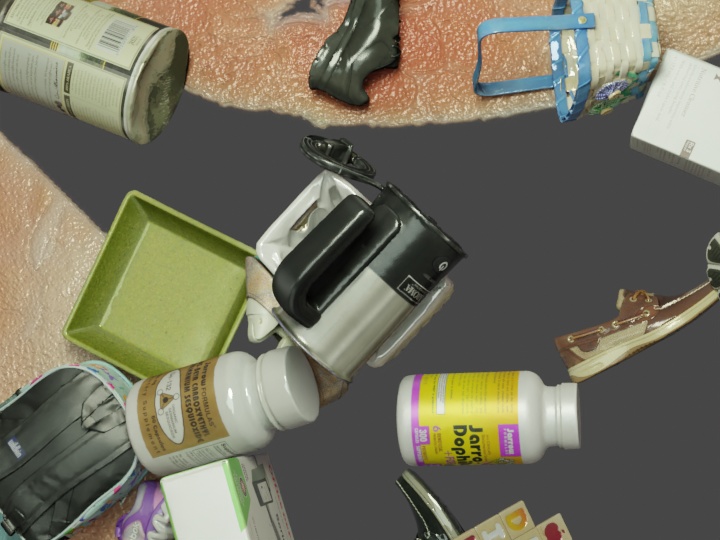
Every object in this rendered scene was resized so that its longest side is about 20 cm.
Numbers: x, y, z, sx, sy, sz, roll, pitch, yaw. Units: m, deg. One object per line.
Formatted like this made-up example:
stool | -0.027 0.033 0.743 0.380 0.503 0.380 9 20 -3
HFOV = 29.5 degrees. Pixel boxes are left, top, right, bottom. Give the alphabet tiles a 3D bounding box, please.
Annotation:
alphabet tiles | 0.163 0.361 1.521 0.199 0.006 0.167 -26 88 -19

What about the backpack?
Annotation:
backpack | -0.339 0.207 1.614 0.200 0.151 0.178 -41 81 13

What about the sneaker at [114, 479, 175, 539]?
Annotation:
sneaker | -0.259 0.334 1.631 0.088 0.080 0.201 30 101 31

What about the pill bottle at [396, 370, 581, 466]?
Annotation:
pill bottle | 0.146 0.166 1.540 0.199 0.104 0.105 -3 85 12

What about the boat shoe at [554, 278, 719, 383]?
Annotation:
boat shoe | 0.311 0.052 1.534 0.200 0.072 0.072 -31 80 13

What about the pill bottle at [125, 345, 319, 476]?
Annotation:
pill bottle | -0.154 0.154 1.543 0.199 0.114 0.115 -18 83 18

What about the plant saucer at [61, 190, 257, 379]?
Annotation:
plant saucer | -0.231 0.034 1.657 0.199 0.048 0.201 26 92 12

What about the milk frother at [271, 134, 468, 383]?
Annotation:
milk frother | -0.025 -0.023 1.463 0.188 0.180 0.200 -47 36 4

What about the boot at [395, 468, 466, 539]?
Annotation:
boot | 0.058 0.346 1.557 0.153 0.073 0.204 -33 84 2

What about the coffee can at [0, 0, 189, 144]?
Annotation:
coffee can | -0.327 -0.253 1.647 0.199 0.146 0.147 22 91 12

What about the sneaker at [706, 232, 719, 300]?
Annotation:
sneaker | 0.460 0.025 1.495 0.200 0.083 0.081 42 127 -4

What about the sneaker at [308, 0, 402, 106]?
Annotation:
sneaker | 0.018 -0.287 1.624 0.091 0.076 0.201 30 99 2

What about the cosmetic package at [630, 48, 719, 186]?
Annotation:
cosmetic package | 0.412 -0.153 1.520 0.199 0.081 0.113 23 89 13

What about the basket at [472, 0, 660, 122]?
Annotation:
basket | 0.225 -0.243 1.518 0.199 0.176 0.140 -2 77 3

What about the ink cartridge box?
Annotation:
ink cartridge box | -0.142 0.287 1.543 0.084 0.200 0.146 -18 83 7

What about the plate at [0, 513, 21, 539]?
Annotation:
plate | -0.501 0.326 1.704 0.199 0.026 0.201 -1 86 12

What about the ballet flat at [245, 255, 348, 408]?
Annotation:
ballet flat | -0.088 0.077 1.585 0.067 0.068 0.200 -39 99 -19

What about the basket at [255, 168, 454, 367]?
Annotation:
basket | 0.000 0.000 1.573 0.200 0.123 0.136 44 95 10
